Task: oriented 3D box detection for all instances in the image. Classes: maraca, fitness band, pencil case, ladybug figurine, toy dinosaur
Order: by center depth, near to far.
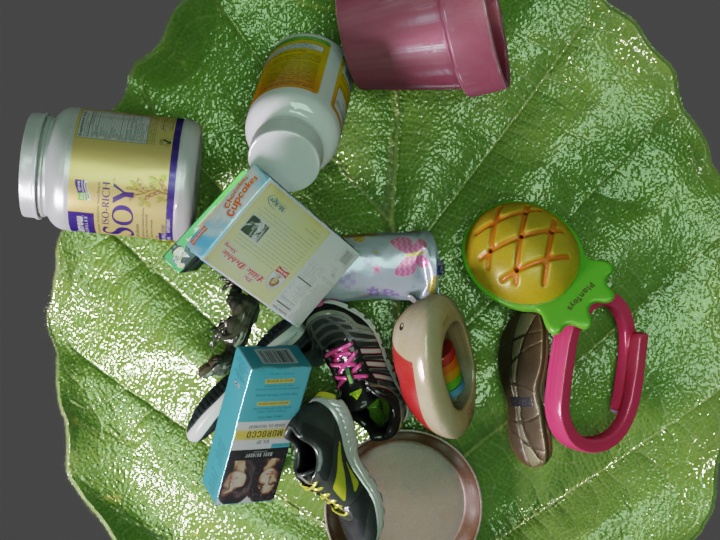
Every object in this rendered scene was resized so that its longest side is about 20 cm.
[{"bbox_3d":[-0.147,0.046,1.616,0.047,0.088,0.201,32,74,-29],"label":"toy dinosaur"},{"bbox_3d":[0.214,-0.006,1.618,0.200,0.107,0.137,38,79,23],"label":"maraca"},{"bbox_3d":[0.088,0.119,1.621,0.071,0.136,0.201,0,124,26],"label":"ladybug figurine"},{"bbox_3d":[0.000,0.000,1.630,0.198,0.083,0.091,-2,101,-4],"label":"pencil case"},{"bbox_3d":[0.291,0.124,1.650,0.143,0.037,0.202,6,92,-36],"label":"fitness band"}]

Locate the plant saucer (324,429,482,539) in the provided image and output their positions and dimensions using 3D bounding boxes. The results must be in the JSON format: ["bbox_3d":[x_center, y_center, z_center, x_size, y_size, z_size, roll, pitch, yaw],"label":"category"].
[{"bbox_3d":[0.053,0.297,1.675,0.199,0.034,0.202,0,94,-5],"label":"plant saucer"}]

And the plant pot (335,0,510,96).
[{"bbox_3d":[0.073,-0.294,1.574,0.178,0.200,0.202,-11,94,12],"label":"plant pot"}]

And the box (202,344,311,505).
[{"bbox_3d":[-0.125,0.186,1.595,0.082,0.049,0.201,0,120,-29],"label":"box"}]

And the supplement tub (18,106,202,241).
[{"bbox_3d":[-0.291,-0.115,1.569,0.198,0.145,0.147,5,93,-5],"label":"supplement tub"}]

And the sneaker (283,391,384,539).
[{"bbox_3d":[-0.039,0.249,1.594,0.084,0.074,0.201,-27,101,-36],"label":"sneaker"}]

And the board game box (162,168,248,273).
[{"bbox_3d":[-0.166,-0.056,1.554,0.029,0.200,0.135,42,89,-2],"label":"board game box"}]

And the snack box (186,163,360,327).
[{"bbox_3d":[-0.094,-0.024,1.497,0.116,0.200,0.037,-49,51,1],"label":"snack box"}]

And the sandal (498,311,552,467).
[{"bbox_3d":[0.218,0.144,1.663,0.054,0.080,0.202,-11,99,-37],"label":"sandal"}]

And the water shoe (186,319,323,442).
[{"bbox_3d":[-0.127,0.151,1.634,0.200,0.072,0.079,-45,103,2],"label":"water shoe"}]

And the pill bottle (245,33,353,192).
[{"bbox_3d":[-0.073,-0.181,1.544,0.110,0.201,0.112,4,128,5],"label":"pill bottle"}]

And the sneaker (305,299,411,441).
[{"bbox_3d":[-0.004,0.126,1.609,0.073,0.088,0.201,-24,112,22],"label":"sneaker"}]
